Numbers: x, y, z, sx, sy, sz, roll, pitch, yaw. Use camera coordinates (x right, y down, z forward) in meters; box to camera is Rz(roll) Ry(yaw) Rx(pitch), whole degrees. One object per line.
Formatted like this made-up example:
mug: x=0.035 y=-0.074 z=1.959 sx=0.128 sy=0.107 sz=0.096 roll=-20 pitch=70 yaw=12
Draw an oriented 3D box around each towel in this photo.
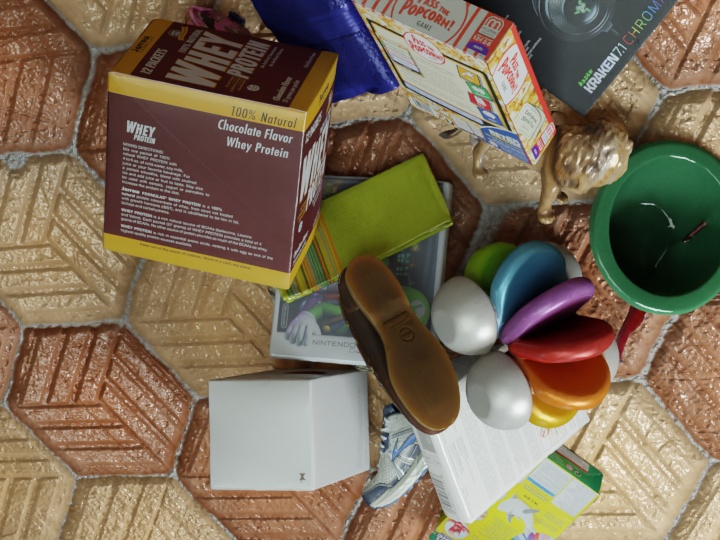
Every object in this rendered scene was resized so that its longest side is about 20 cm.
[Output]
towel: x=-0.007 y=-0.045 z=1.686 sx=0.199 sy=0.018 sz=0.086 roll=-25 pitch=81 yaw=8
towel: x=-0.043 y=-0.261 z=1.591 sx=0.147 sy=0.050 sz=0.200 roll=-2 pitch=126 yaw=55

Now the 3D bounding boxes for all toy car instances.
toy car: x=0.184 y=0.056 z=1.622 sx=0.150 sy=0.175 sz=0.201 roll=-34 pitch=79 yaw=59

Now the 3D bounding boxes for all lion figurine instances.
lion figurine: x=0.170 y=-0.129 z=1.582 sx=0.200 sy=0.072 sz=0.123 roll=30 pitch=136 yaw=18

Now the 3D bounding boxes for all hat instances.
hat: x=0.283 y=-0.028 z=1.667 sx=0.165 sy=0.176 sz=0.200 roll=30 pitch=81 yaw=-10

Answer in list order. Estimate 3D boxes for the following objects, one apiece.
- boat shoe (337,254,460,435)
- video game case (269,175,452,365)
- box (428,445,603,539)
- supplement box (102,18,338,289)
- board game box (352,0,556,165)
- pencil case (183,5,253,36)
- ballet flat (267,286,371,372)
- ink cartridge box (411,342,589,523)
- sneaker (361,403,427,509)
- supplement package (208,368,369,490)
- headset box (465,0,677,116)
boat shoe: x=0.038 y=0.080 z=1.639 sx=0.201 sy=0.070 sz=0.070 roll=64 pitch=155 yaw=17
video game case: x=0.000 y=0.000 z=1.702 sx=0.181 sy=0.023 sz=0.201 roll=4 pitch=82 yaw=14
box: x=0.177 y=0.277 z=1.858 sx=0.117 sy=0.048 sz=0.200 roll=36 pitch=120 yaw=-5
supplement box: x=-0.138 y=-0.117 z=1.584 sx=0.196 sy=0.133 sz=0.201 roll=12 pitch=124 yaw=8
board game box: x=0.090 y=-0.186 z=1.475 sx=0.151 sy=0.046 sz=0.200 roll=29 pitch=169 yaw=26
pencil case: x=-0.187 y=-0.183 z=1.687 sx=0.083 sy=0.087 sz=0.200 roll=23 pitch=123 yaw=-19
ballet flat: x=-0.050 y=0.047 z=1.791 sx=0.200 sy=0.068 sz=0.075 roll=42 pitch=142 yaw=-11
ink cartridge box: x=0.149 y=0.152 z=1.733 sx=0.050 sy=0.200 sz=0.161 roll=14 pitch=133 yaw=48
sneaker: x=0.055 y=0.189 z=1.839 sx=0.085 sy=0.077 sz=0.200 roll=41 pitch=115 yaw=3
supplement package: x=-0.075 y=0.172 z=1.766 sx=0.121 sy=0.200 sz=0.120 roll=-1 pitch=90 yaw=17
headset box: x=0.187 y=-0.281 z=1.511 sx=0.200 sy=0.093 sz=0.174 roll=36 pitch=122 yaw=-4
